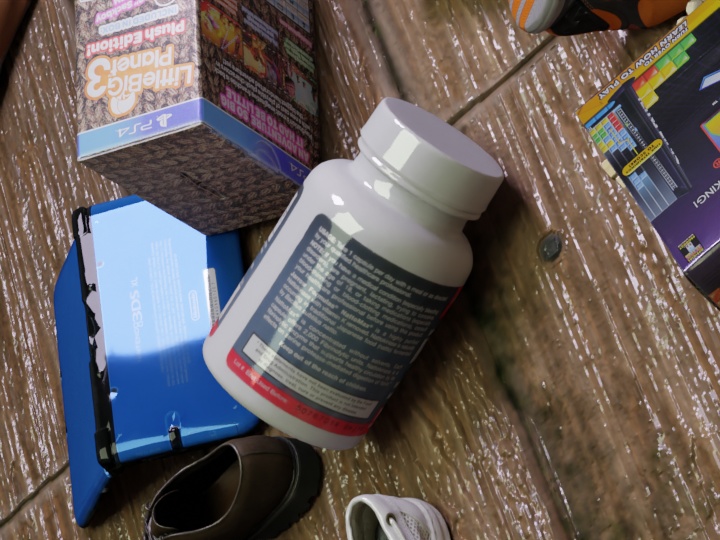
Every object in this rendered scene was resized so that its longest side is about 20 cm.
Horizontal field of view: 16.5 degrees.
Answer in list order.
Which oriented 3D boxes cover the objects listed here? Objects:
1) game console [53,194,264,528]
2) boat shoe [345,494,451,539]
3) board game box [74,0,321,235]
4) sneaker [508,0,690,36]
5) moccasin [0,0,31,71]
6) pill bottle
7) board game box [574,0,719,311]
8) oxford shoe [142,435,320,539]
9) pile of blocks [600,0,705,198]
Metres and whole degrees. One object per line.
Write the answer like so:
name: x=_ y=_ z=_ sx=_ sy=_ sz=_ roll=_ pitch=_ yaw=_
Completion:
game console: x=-0.147 y=0.058 z=1.752 sx=0.170 sy=0.118 sz=0.200 roll=-14 pitch=64 yaw=8
boat shoe: x=0.027 y=0.226 z=1.480 sx=0.071 sy=0.069 sz=0.200 roll=-35 pitch=55 yaw=29
board game box: x=-0.108 y=-0.148 z=1.664 sx=0.097 sy=0.159 sz=0.200 roll=-14 pitch=66 yaw=25
sneaker: x=0.166 y=-0.217 z=1.444 sx=0.200 sy=0.112 sz=0.078 roll=117 pitch=144 yaw=-47
moccasin: x=-0.325 y=-0.153 z=1.959 sx=0.074 sy=0.078 sz=0.202 roll=33 pitch=101 yaw=46
pill bottle: x=0.000 y=0.000 z=1.547 sx=0.200 sy=0.120 sz=0.120 roll=-57 pitch=45 yaw=15
board game box: x=0.228 y=-0.092 z=1.308 sx=0.200 sy=0.057 sz=0.165 roll=-41 pitch=35 yaw=10
oxford shoe: x=-0.119 y=0.175 z=1.638 sx=0.200 sy=0.084 sz=0.073 roll=-51 pitch=49 yaw=23
pile of blocks: x=0.210 y=-0.114 z=1.423 sx=0.082 sy=0.062 sz=0.200 roll=23 pitch=93 yaw=18
